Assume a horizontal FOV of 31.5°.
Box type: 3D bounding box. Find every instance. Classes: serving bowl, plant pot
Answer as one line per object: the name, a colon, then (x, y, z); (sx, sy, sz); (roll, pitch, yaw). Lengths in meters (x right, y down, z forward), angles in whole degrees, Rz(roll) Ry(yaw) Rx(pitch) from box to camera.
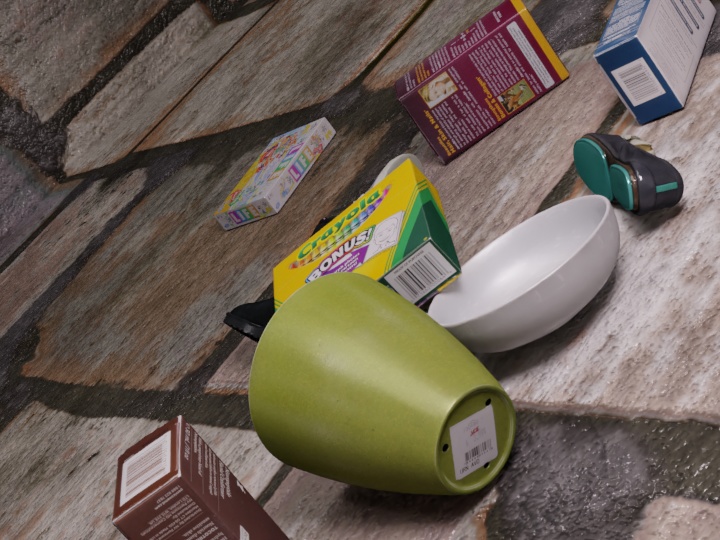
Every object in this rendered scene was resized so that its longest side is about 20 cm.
serving bowl: (0.161, 0.015, 1.185); (0.199, 0.066, 0.200); (-33, 12, 8)
plant pot: (0.034, 0.115, 1.104); (0.187, 0.188, 0.199); (-47, 37, -20)

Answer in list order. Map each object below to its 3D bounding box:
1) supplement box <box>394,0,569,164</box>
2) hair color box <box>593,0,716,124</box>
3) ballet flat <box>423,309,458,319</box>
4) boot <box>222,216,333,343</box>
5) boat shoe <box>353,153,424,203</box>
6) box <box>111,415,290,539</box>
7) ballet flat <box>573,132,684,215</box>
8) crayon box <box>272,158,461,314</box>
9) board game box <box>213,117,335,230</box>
supplement box: (0.155, -0.248, 1.653); (0.199, 0.111, 0.086); (-34, 22, 12)
hair color box: (0.330, -0.264, 1.420); (0.060, 0.100, 0.201); (-20, 29, 41)
ballet flat: (0.032, 0.073, 1.314); (0.070, 0.070, 0.199); (-49, 24, -22)
boot: (-0.069, 0.017, 1.498); (0.197, 0.073, 0.164); (12, 74, 55)
boat shoe: (0.012, -0.068, 1.589); (0.071, 0.070, 0.202); (-6, 42, 44)
box: (-0.115, 0.229, 1.056); (0.075, 0.201, 0.100); (-33, 23, 6)
ballet flat: (0.268, -0.097, 1.261); (0.073, 0.073, 0.200); (-37, 16, 4)
crayon box: (0.000, 0.000, 1.312); (0.199, 0.058, 0.173); (-38, 28, 16)
board game box: (-0.136, -0.154, 2.036); (0.134, 0.034, 0.201); (-15, 32, 45)
